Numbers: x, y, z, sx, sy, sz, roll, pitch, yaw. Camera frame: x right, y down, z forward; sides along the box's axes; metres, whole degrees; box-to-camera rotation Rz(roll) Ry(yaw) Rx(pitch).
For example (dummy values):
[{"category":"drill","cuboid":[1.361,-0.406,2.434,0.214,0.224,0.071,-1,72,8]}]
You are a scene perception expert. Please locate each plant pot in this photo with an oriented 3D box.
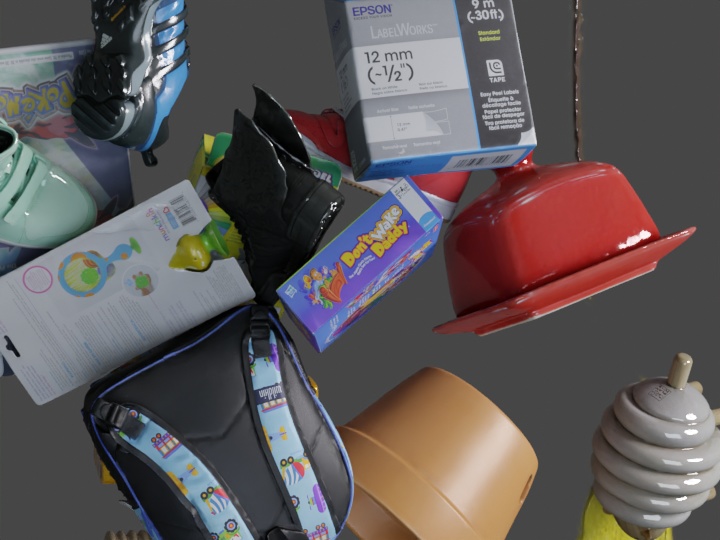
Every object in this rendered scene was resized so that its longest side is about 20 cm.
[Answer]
[{"category":"plant pot","cuboid":[0.063,0.182,1.430,0.140,0.199,0.200,-48,116,-16]}]

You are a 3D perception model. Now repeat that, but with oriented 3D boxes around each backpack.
[{"category":"backpack","cuboid":[-0.108,0.148,1.292,0.182,0.134,0.201,-31,97,-16]}]

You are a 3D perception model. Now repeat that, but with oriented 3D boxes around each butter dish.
[{"category":"butter dish","cuboid":[0.152,-0.040,1.396,0.198,0.199,0.149,-21,87,-19]}]

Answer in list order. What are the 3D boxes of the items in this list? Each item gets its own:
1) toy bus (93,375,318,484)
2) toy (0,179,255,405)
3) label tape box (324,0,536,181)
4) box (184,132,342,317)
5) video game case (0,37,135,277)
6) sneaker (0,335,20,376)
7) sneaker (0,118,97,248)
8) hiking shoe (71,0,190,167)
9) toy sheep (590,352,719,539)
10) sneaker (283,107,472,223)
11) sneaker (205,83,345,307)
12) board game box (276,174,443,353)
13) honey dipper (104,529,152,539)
[{"category":"toy bus","cuboid":[-0.131,0.136,1.402,0.198,0.078,0.066,-3,109,-17]},{"category":"toy","cuboid":[-0.195,0.012,1.269,0.198,0.047,0.116,-25,118,8]},{"category":"label tape box","cuboid":[0.053,-0.182,1.316,0.142,0.066,0.202,-7,82,-14]},{"category":"box","cuboid":[-0.099,-0.030,1.331,0.116,0.049,0.201,14,129,-18]},{"category":"video game case","cuboid":[-0.271,-0.082,1.263,0.198,0.023,0.185,-13,102,-35]},{"category":"sneaker","cuboid":[-0.297,-0.007,1.308,0.107,0.070,0.203,1,99,-29]},{"category":"sneaker","cuboid":[-0.261,-0.067,1.187,0.199,0.118,0.074,29,76,-35]},{"category":"hiking shoe","cuboid":[-0.170,-0.192,1.286,0.087,0.074,0.202,28,78,-59]},{"category":"toy sheep","cuboid":[0.282,0.167,1.522,0.136,0.138,0.202,0,112,-18]},{"category":"sneaker","cuboid":[0.019,-0.125,1.368,0.199,0.071,0.113,21,104,-31]},{"category":"sneaker","cuboid":[-0.075,-0.051,1.247,0.104,0.200,0.060,37,58,1]},{"category":"board game box","cuboid":[0.000,0.000,1.312,0.134,0.200,0.045,-41,85,-5]},{"category":"honey dipper","cuboid":[-0.133,0.251,1.467,0.198,0.038,0.038,2,107,-23]}]
